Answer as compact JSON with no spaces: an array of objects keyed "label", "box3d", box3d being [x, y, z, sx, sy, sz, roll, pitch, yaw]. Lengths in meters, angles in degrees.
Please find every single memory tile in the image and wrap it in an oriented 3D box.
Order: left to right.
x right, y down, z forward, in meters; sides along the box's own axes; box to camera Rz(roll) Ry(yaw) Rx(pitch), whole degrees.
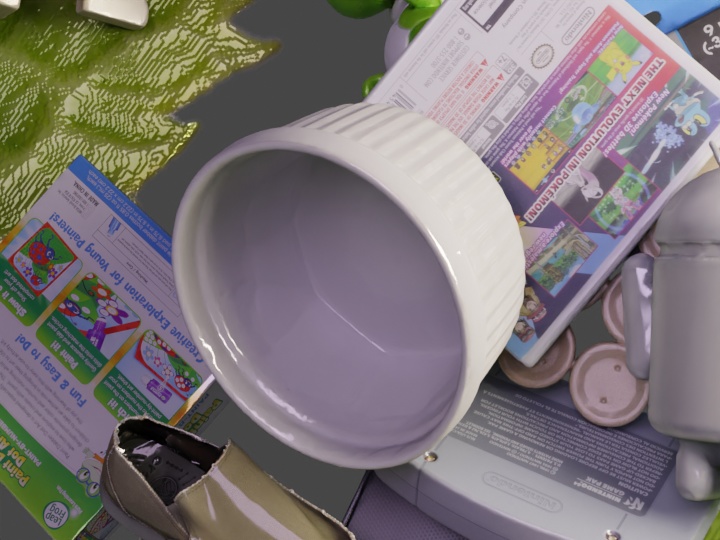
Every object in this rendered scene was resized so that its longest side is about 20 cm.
[{"label":"memory tile","box3d":[0.137,-0.022,1.018,0.152,0.017,0.202,25,92,16]}]

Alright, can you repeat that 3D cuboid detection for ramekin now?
[{"label":"ramekin","box3d":[0.000,0.000,0.960,0.199,0.202,0.105,24,36,22]}]

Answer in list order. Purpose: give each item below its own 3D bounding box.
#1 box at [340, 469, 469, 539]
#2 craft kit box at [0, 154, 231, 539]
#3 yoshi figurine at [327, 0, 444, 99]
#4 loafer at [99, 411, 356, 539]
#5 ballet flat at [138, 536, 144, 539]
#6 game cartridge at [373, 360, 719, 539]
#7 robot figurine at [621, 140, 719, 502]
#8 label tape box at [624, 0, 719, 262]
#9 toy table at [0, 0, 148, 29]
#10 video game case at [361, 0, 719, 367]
[{"label":"box","box3d":[0.070,0.212,1.007,0.198,0.051,0.159,22,79,23]},{"label":"craft kit box","box3d":[-0.188,0.056,1.142,0.198,0.049,0.200,-46,66,-6]},{"label":"yoshi figurine","box3d":[0.022,-0.161,1.121,0.112,0.111,0.202,-38,42,28]},{"label":"loafer","box3d":[-0.082,0.147,1.005,0.198,0.070,0.075,21,51,25]},{"label":"ballet flat","box3d":[-0.099,0.205,1.045,0.075,0.064,0.201,-4,43,-14]},{"label":"game cartridge","box3d":[0.111,0.118,0.998,0.198,0.041,0.133,22,35,22]},{"label":"robot figurine","box3d":[0.217,0.028,0.932,0.168,0.112,0.203,3,91,38]},{"label":"label tape box","box3d":[0.200,-0.104,1.074,0.142,0.066,0.202,-27,68,7]},{"label":"toy table","box3d":[-0.231,-0.251,1.203,0.182,0.200,0.119,12,83,-15]},{"label":"video game case","box3d":[0.098,-0.077,1.002,0.182,0.023,0.200,42,98,9]}]
